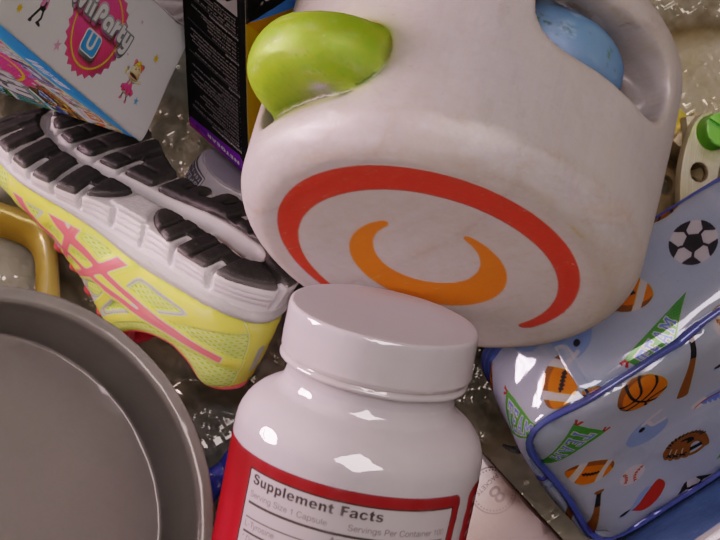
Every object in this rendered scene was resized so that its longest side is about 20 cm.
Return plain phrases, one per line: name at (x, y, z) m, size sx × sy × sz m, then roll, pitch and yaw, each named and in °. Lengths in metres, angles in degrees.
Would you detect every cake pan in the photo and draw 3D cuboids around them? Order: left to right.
cake pan at (-0.164, 0.108, 1.198) m, size 0.199 × 0.037 × 0.202 m, roll 5°, pitch 76°, yaw -21°

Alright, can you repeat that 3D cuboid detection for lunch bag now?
lunch bag at (0.158, 0.043, 1.304) m, size 0.199 × 0.160 × 0.076 m, roll -32°, pitch 55°, yaw 5°

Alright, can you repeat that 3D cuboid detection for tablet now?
tablet at (0.217, 0.086, 1.320) m, size 0.199 × 0.130 × 0.014 m, roll -33°, pitch 92°, yaw -9°

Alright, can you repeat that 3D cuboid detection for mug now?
mug at (-0.192, 0.055, 1.288) m, size 0.152 × 0.149 × 0.188 m, roll 10°, pitch 86°, yaw -11°

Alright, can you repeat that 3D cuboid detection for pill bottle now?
pill bottle at (-0.009, 0.114, 1.191) m, size 0.112 × 0.112 × 0.201 m, roll 11°, pitch 104°, yaw -3°

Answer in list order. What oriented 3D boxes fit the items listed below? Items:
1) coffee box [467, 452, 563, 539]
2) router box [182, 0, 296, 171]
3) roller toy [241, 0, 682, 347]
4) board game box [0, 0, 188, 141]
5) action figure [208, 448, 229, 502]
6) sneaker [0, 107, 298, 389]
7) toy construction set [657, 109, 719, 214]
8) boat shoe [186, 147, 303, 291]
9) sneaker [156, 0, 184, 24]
coffee box at (0.009, 0.185, 1.311) m, size 0.200 × 0.080 × 0.114 m, roll -42°, pitch 88°, yaw -9°
router box at (0.002, -0.155, 1.308) m, size 0.200 × 0.149 × 0.051 m, roll -39°, pitch 66°, yaw -23°
roller toy at (0.048, -0.063, 1.210) m, size 0.181 × 0.200 × 0.140 m, roll 12°, pitch 61°, yaw 8°
board game box at (-0.200, -0.141, 1.274) m, size 0.199 × 0.148 × 0.065 m, roll 19°, pitch 78°, yaw 29°
action figure at (-0.034, 0.091, 1.302) m, size 0.200 × 0.099 × 0.065 m, roll -39°, pitch 88°, yaw -3°
sneaker at (-0.116, -0.010, 1.307) m, size 0.078 × 0.091 × 0.200 m, roll -22°, pitch 46°, yaw -40°
toy construction set at (0.113, -0.051, 1.352) m, size 0.199 × 0.092 × 0.132 m, roll 20°, pitch 79°, yaw -1°
boat shoe at (0.000, 0.000, 1.355) m, size 0.199 × 0.069 × 0.057 m, roll 22°, pitch 114°, yaw -7°
sneaker at (-0.036, -0.198, 1.360) m, size 0.200 × 0.099 × 0.078 m, roll -39°, pitch 86°, yaw -10°
